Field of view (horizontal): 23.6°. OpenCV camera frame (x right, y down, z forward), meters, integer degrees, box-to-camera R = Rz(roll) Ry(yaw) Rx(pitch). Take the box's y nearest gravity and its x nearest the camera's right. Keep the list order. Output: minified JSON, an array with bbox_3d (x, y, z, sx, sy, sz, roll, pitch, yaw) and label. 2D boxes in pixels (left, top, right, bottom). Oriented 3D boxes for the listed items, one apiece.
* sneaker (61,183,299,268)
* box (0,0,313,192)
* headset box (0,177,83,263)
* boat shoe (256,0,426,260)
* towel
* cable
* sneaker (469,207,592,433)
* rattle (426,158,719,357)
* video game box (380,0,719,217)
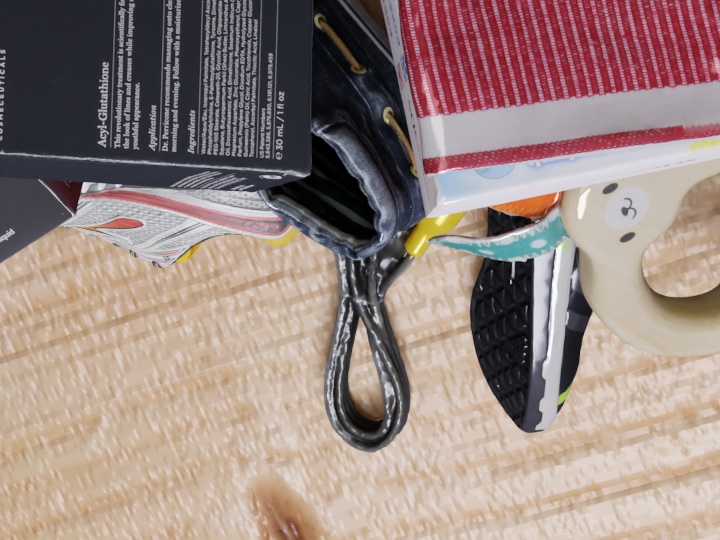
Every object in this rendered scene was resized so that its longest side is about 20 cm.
[{"bbox_3d":[-0.119,-0.035,0.863,0.198,0.078,0.083,-4,123,21],"label":"sneaker"},{"bbox_3d":[-0.094,-0.137,0.681,0.140,0.079,0.202,3,86,-23],"label":"box"},{"bbox_3d":[-0.197,-0.058,0.797,0.148,0.201,0.075,-30,120,20],"label":"headset box"},{"bbox_3d":[-0.038,-0.095,0.773,0.200,0.091,0.071,44,127,6],"label":"boat shoe"},{"bbox_3d":[0.080,-0.145,0.658,0.142,0.023,0.202,-7,92,-7],"label":"towel"},{"bbox_3d":[0.000,0.000,0.866,0.096,0.050,0.202,19,112,7],"label":"cable"},{"bbox_3d":[0.107,-0.006,0.831,0.082,0.072,0.201,-12,130,-19],"label":"sneaker"},{"bbox_3d":[0.137,0.004,0.728,0.198,0.144,0.130,13,134,-31],"label":"rattle"},{"bbox_3d":[0.104,-0.131,0.703,0.198,0.047,0.184,-11,83,-8],"label":"video game box"}]
